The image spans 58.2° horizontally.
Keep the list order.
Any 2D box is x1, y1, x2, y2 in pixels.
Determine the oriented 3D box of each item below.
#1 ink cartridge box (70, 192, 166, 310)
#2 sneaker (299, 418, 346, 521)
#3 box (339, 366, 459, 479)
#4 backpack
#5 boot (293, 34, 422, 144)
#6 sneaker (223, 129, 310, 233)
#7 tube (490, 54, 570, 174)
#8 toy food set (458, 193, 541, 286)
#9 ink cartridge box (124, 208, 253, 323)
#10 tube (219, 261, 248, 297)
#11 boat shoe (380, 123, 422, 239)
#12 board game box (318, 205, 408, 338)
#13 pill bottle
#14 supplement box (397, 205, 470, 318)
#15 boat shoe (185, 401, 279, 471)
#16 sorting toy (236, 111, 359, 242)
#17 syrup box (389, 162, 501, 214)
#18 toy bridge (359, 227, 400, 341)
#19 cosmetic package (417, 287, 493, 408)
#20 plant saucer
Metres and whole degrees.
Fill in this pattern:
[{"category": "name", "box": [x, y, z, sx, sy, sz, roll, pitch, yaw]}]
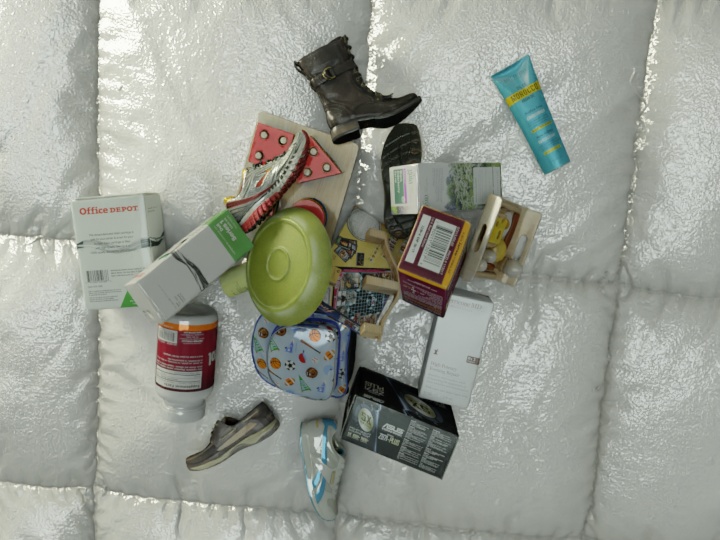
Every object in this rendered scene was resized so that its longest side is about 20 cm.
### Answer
[{"category": "ink cartridge box", "box": [-0.441, -0.039, 1.200, 0.142, 0.083, 0.206, -3, 99, 3]}, {"category": "sneaker", "box": [-0.064, 0.388, 1.253, 0.078, 0.077, 0.206, -10, 100, 2]}, {"category": "box", "box": [0.069, 0.272, 1.184, 0.195, 0.164, 0.088, 22, 100, 0]}, {"category": "backpack", "box": [-0.106, 0.140, 1.185, 0.185, 0.154, 0.206, 8, 102, 12]}, {"category": "boot", "box": [-0.004, -0.334, 1.143, 0.195, 0.069, 0.178, -21, 85, -9]}, {"category": "sneaker", "box": [-0.159, -0.161, 1.101, 0.082, 0.078, 0.201, 41, 98, -3]}, {"category": "tube", "box": [0.309, -0.273, 1.152, 0.076, 0.050, 0.204, -26, 92, -1]}, {"category": "toy food set", "box": [0.250, -0.045, 1.123, 0.060, 0.198, 0.147, 25, 101, 31]}, {"category": "ink cartridge box", "box": [-0.300, -0.006, 1.123, 0.200, 0.145, 0.085, -43, 106, -25]}, {"category": "tube", "box": [-0.166, -0.008, 1.199, 0.196, 0.058, 0.053, -22, 106, 10]}, {"category": "boat shoe", "box": [0.074, -0.158, 1.164, 0.073, 0.074, 0.206, 5, 89, 11]}, {"category": "board game box", "box": [0.000, 0.000, 1.151, 0.134, 0.035, 0.202, 31, 60, -3]}, {"category": "pill bottle", "box": [-0.327, 0.173, 1.213, 0.110, 0.113, 0.206, 6, 100, 2]}, {"category": "supplement box", "box": [0.121, -0.009, 1.070, 0.084, 0.200, 0.113, 21, 76, 12]}, {"category": "boat shoe", "box": [-0.254, 0.320, 1.260, 0.196, 0.075, 0.075, -27, 87, -2]}, {"category": "sorting toy", "box": [-0.122, -0.160, 1.174, 0.194, 0.070, 0.205, 18, 99, 0]}, {"category": "syrup box", "box": [0.148, -0.141, 1.107, 0.196, 0.081, 0.081, -7, 97, -33]}, {"category": "toy bridge", "box": [0.036, 0.027, 1.115, 0.065, 0.027, 0.205, 11, 62, -16]}, {"category": "cosmetic package", "box": [0.175, 0.140, 1.205, 0.099, 0.074, 0.206, 11, 100, 2]}, {"category": "plant saucer", "box": [-0.133, -0.009, 1.101, 0.196, 0.031, 0.206, -6, 79, 36]}]
